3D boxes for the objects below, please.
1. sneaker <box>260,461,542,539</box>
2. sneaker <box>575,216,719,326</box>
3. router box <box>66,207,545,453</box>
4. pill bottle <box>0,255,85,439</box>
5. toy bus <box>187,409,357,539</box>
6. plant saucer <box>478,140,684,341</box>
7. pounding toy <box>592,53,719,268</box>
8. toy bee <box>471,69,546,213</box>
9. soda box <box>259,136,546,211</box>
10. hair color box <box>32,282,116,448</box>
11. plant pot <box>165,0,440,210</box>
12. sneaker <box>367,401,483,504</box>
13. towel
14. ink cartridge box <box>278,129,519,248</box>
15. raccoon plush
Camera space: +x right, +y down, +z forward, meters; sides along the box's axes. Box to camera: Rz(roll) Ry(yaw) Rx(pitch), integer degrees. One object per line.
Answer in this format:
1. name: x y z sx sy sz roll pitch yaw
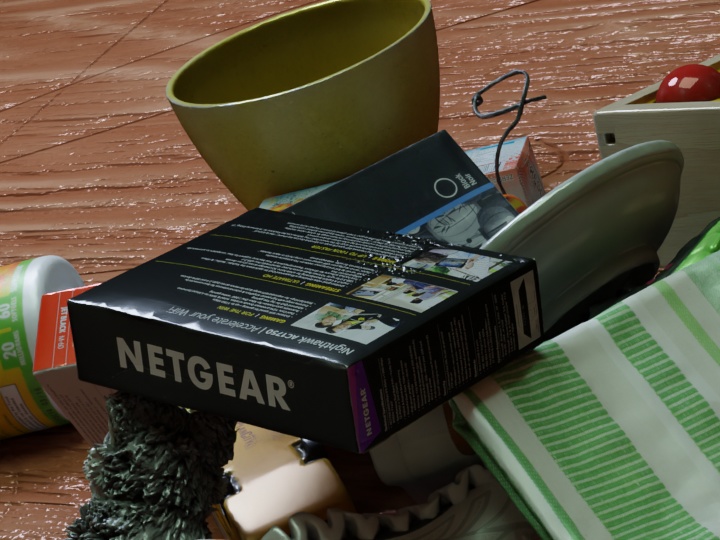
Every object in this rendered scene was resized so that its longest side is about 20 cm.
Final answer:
1. sneaker: 0.048 0.151 1.408 0.199 0.075 0.081 -18 44 -12
2. sneaker: 0.167 0.023 1.526 0.083 0.077 0.200 -1 24 44
3. router box: -0.029 0.026 1.408 0.199 0.051 0.149 11 28 41
4. pill bottle: -0.279 0.066 1.842 0.199 0.112 0.111 -14 21 15
5. toy bus: -0.049 0.124 1.532 0.065 0.079 0.200 -23 21 -8
6. plant saucer: 0.114 0.009 1.562 0.200 0.050 0.200 -34 -16 -12
7. pounding toy: 0.255 -0.098 1.708 0.183 0.143 0.199 0 19 42
8. toy bee: 0.077 -0.013 1.753 0.200 0.109 0.131 -42 30 -7
9. soda box: 0.027 -0.030 1.867 0.199 0.069 0.064 -12 20 17
10. hair color box: -0.083 0.049 1.656 0.199 0.111 0.064 -9 53 17
11. plant pot: -0.024 -0.096 1.976 0.199 0.143 0.200 -17 20 6
12. sneaker: 0.058 0.085 1.488 0.084 0.073 0.200 -17 -4 8
13. towel: 0.158 0.079 1.396 0.199 0.023 0.153 -25 63 -28
14. ink cartridge box: 0.000 0.000 1.567 0.199 0.100 0.039 -29 -23 -29
15. raccoon plush: -0.092 0.153 1.404 0.096 0.135 0.200 8 25 -34
